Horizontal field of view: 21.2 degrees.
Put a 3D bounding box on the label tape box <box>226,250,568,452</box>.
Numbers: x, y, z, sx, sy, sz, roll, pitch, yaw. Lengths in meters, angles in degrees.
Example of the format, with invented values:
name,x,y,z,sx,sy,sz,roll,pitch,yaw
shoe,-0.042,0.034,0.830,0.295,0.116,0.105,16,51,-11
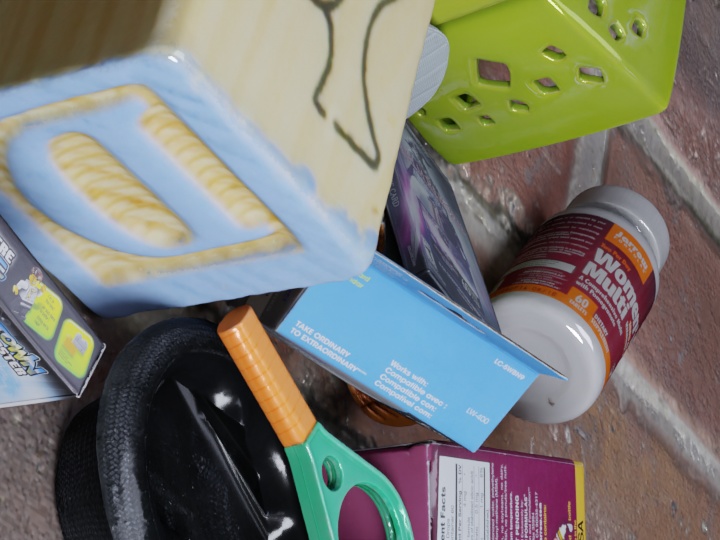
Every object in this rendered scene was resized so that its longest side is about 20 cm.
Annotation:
name,x,y,z,sx,sy,sz,roll,pitch,yaw
label tape box,0.014,0.040,1.112,0.144,0.200,0.064,33,86,-17

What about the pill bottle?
name,x,y,z,sx,sy,sz,roll,pitch,yaw
pill bottle,0.164,0.020,1.463,0.200,0.109,0.110,-49,123,-49

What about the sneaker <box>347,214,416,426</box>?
name,x,y,z,sx,sy,sz,roll,pitch,yaw
sneaker,0.000,0.000,1.268,0.092,0.075,0.202,-58,130,-73

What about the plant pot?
name,x,y,z,sx,sy,sz,roll,pitch,yaw
plant pot,0.099,-0.215,1.348,0.181,0.199,0.201,33,56,-40

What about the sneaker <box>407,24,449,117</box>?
name,x,y,z,sx,sy,sz,roll,pitch,yaw
sneaker,-0.023,-0.130,1.223,0.199,0.070,0.074,-17,128,-47

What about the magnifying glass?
name,x,y,z,sx,sy,sz,roll,pitch,yaw
magnifying glass,-0.023,0.107,1.064,0.201,0.022,0.080,60,36,-21

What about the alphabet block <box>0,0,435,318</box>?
name,x,y,z,sx,sy,sz,roll,pitch,yaw
alphabet block,-0.096,-0.117,1.019,0.195,0.195,0.202,48,45,-42

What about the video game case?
name,x,y,z,sx,sy,sz,roll,pitch,yaw
video game case,0.048,-0.028,1.293,0.143,0.019,0.201,51,18,-44

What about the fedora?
name,x,y,z,sx,sy,sz,roll,pitch,yaw
fedora,-0.101,0.130,1.044,0.200,0.091,0.203,24,59,-49

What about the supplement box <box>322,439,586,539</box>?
name,x,y,z,sx,sy,sz,roll,pitch,yaw
supplement box,0.046,0.170,1.228,0.199,0.130,0.104,14,72,-54

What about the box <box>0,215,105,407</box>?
name,x,y,z,sx,sy,sz,roll,pitch,yaw
box,-0.217,-0.014,0.886,0.201,0.109,0.035,56,41,-33
